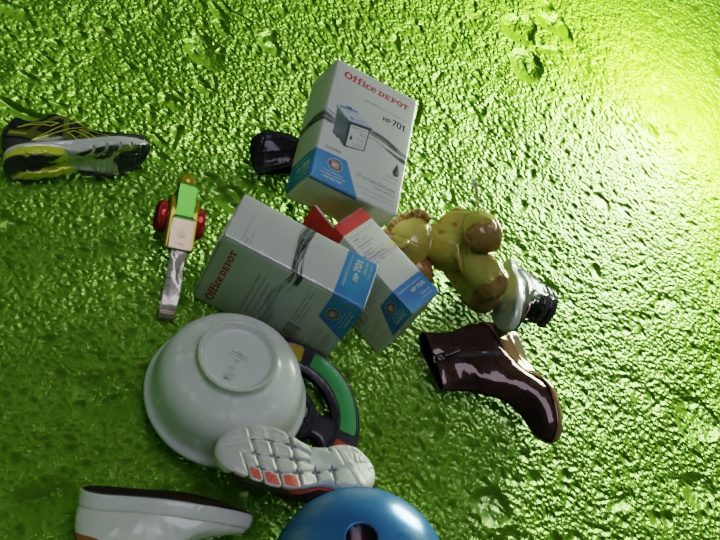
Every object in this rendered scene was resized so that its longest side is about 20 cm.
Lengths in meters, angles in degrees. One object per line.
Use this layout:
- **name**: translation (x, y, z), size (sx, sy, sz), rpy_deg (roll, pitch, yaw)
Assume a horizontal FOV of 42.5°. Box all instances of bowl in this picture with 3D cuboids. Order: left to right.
- **bowl**: translation (-0.152, 0.123, 1.092), size (0.198, 0.091, 0.203), rpy_deg (10, 50, -12)

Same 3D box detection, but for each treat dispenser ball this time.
- **treat dispenser ball**: translation (-0.002, 0.335, 0.987), size (0.198, 0.201, 0.203), rpy_deg (15, 51, -19)

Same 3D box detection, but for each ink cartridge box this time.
- **ink cartridge box**: translation (-0.098, 0.014, 1.202), size (0.198, 0.147, 0.086), rpy_deg (29, 49, -7)
- **ink cartridge box**: translation (-0.011, -0.179, 1.346), size (0.145, 0.086, 0.202), rpy_deg (22, 64, -22)
- **ink cartridge box**: translation (0.000, 0.000, 1.288), size (0.200, 0.116, 0.067), rpy_deg (48, 49, 9)

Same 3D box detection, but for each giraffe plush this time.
- **giraffe plush**: translation (0.111, -0.030, 1.364), size (0.160, 0.173, 0.203), rpy_deg (-8, 70, -9)

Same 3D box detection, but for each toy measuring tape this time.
- **toy measuring tape**: translation (-0.245, -0.029, 1.225), size (0.073, 0.073, 0.203), rpy_deg (12, 75, -21)

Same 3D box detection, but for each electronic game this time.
- **electronic game**: translation (-0.092, 0.177, 1.159), size (0.198, 0.042, 0.202), rpy_deg (15, 51, -19)

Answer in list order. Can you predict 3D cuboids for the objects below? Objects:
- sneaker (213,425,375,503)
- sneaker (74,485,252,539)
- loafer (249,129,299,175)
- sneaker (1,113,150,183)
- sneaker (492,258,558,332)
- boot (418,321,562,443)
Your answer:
- **sneaker**: translation (-0.081, 0.238, 1.054), size (0.198, 0.082, 0.078), rpy_deg (18, 40, -25)
- **sneaker**: translation (-0.215, 0.286, 1.009), size (0.198, 0.073, 0.086), rpy_deg (13, 82, -28)
- **loafer**: translation (-0.076, -0.161, 1.403), size (0.198, 0.068, 0.071), rpy_deg (5, 76, -32)
- **sneaker**: translation (-0.378, -0.174, 1.231), size (0.198, 0.075, 0.085), rpy_deg (-7, 60, -33)
- **sneaker**: translation (0.254, 0.053, 1.390), size (0.099, 0.071, 0.200), rpy_deg (32, 22, -6)
- **boot**: translation (0.181, 0.164, 1.307), size (0.164, 0.073, 0.202), rpy_deg (-4, 53, -29)
